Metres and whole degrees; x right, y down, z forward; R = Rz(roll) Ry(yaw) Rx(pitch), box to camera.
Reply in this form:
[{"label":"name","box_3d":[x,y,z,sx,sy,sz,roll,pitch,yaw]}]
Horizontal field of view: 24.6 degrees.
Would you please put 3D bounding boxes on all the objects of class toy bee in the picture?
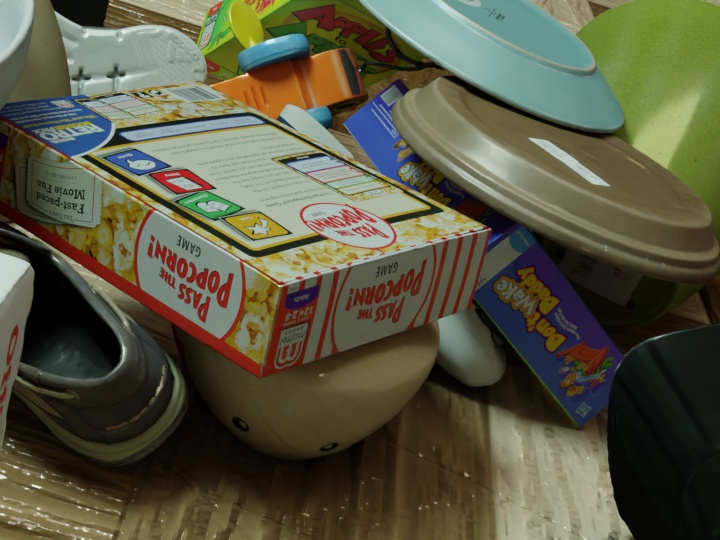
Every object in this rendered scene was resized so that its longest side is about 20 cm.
[{"label":"toy bee","box_3d":[-0.037,-0.109,1.087,0.199,0.132,0.109,3,0,7]}]

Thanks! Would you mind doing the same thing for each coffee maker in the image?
[{"label":"coffee maker","box_3d":[0.169,0.111,0.704,0.191,0.135,0.200,12,22,-13]}]

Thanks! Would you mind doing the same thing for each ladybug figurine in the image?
[{"label":"ladybug figurine","box_3d":[-0.031,0.030,0.814,0.135,0.072,0.200,16,22,-4]}]

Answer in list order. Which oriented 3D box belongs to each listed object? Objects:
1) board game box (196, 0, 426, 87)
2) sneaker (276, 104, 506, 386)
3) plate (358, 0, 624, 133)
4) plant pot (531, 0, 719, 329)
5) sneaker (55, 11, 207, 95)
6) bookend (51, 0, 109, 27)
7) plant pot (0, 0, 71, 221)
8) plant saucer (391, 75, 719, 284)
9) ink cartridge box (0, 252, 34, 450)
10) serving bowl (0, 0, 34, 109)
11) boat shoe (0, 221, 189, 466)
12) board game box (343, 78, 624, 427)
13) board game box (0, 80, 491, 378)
[{"label":"board game box","box_3d":[-0.028,-0.170,1.153,0.101,0.048,0.200,25,-21,-25]},{"label":"sneaker","box_3d":[0.000,0.000,0.928,0.200,0.080,0.076,46,-4,18]},{"label":"plate","box_3d":[0.079,-0.148,0.996,0.199,0.026,0.200,26,24,-12]},{"label":"plant pot","box_3d":[0.186,-0.054,1.090,0.186,0.188,0.200,23,39,10]},{"label":"sneaker","box_3d":[-0.207,-0.137,1.110,0.199,0.078,0.082,12,-5,-19]},{"label":"bookend","box_3d":[-0.309,-0.233,1.192,0.198,0.093,0.200,1,27,-37]},{"label":"plant pot","box_3d":[-0.250,-0.131,0.940,0.199,0.135,0.201,16,22,-7]},{"label":"plant saucer","box_3d":[0.112,-0.055,0.904,0.199,0.030,0.200,23,20,-9]},{"label":"ink cartridge box","box_3d":[-0.169,0.084,0.474,0.084,0.147,0.200,16,21,-2]},{"label":"serving bowl","box_3d":[-0.245,-0.091,0.734,0.199,0.066,0.201,4,38,-3]},{"label":"boat shoe","box_3d":[-0.160,0.007,0.728,0.199,0.073,0.075,27,64,21]},{"label":"board game box","box_3d":[0.071,-0.015,0.949,0.135,0.045,0.200,50,4,-32]},{"label":"board game box","box_3d":[-0.063,-0.029,0.772,0.199,0.047,0.151,29,27,32]}]
